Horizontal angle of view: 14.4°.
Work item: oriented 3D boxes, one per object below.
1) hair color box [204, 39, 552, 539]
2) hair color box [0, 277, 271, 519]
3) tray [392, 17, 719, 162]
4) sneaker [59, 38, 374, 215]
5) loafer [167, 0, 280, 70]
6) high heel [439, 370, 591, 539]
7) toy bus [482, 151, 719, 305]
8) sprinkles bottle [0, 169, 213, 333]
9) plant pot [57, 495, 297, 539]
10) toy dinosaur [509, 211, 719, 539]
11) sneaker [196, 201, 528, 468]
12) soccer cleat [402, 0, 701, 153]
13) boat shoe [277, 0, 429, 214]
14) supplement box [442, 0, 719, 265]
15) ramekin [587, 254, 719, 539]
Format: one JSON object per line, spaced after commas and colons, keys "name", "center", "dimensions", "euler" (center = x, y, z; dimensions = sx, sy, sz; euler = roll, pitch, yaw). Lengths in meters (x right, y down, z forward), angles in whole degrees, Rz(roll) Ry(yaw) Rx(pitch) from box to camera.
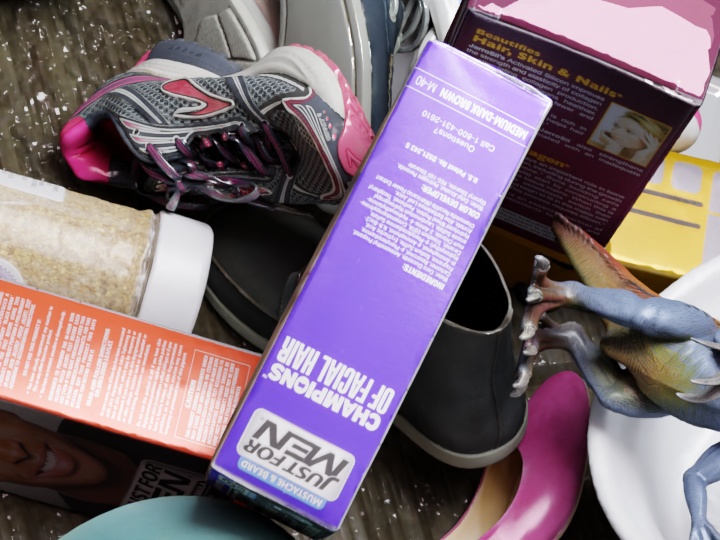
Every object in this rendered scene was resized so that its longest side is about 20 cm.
{"name": "hair color box", "center": [0.005, 0.011, 1.201], "dimensions": [0.065, 0.109, 0.201], "euler": [26, 81, -1]}
{"name": "hair color box", "center": [-0.129, 0.063, 1.289], "dimensions": [0.199, 0.102, 0.062], "euler": [17, 60, -7]}
{"name": "tray", "center": [0.113, -0.088, 1.491], "dimensions": [0.199, 0.022, 0.108], "euler": [19, 58, -7]}
{"name": "sneaker", "center": [-0.062, -0.057, 1.338], "dimensions": [0.075, 0.199, 0.081], "euler": [-35, 115, -31]}
{"name": "loafer", "center": [-0.072, -0.166, 1.455], "dimensions": [0.063, 0.072, 0.201], "euler": [-11, 73, -41]}
{"name": "high heel", "center": [0.039, 0.120, 1.333], "dimensions": [0.096, 0.067, 0.201], "euler": [30, 71, -13]}
{"name": "toy bus", "center": [0.139, -0.018, 1.431], "dimensions": [0.199, 0.065, 0.079], "euler": [13, 65, -7]}
{"name": "sprinkles bottle", "center": [-0.172, -0.014, 1.335], "dimensions": [0.199, 0.068, 0.069], "euler": [15, 60, -9]}
{"name": "plant pot", "center": [-0.047, 0.210, 1.148], "dimensions": [0.200, 0.161, 0.202], "euler": [-9, 107, -31]}
{"name": "toy dinosaur", "center": [0.159, 0.037, 1.230], "dimensions": [0.180, 0.105, 0.201], "euler": [12, 47, 6]}
{"name": "sneaker", "center": [0.000, 0.000, 1.338], "dimensions": [0.199, 0.107, 0.075], "euler": [32, 58, 24]}
{"name": "soccer cleat", "center": [0.078, -0.108, 1.445], "dimensions": [0.200, 0.070, 0.086], "euler": [38, 69, 10]}
{"name": "boat shoe", "center": [-0.007, -0.127, 1.393], "dimensions": [0.062, 0.075, 0.201], "euler": [0, 75, -42]}
{"name": "supplement box", "center": [0.092, -0.090, 1.303], "dimensions": [0.110, 0.200, 0.086], "euler": [22, 67, -2]}
{"name": "ramekin", "center": [0.210, 0.091, 1.287], "dimensions": [0.199, 0.098, 0.201], "euler": [-10, 51, 13]}
